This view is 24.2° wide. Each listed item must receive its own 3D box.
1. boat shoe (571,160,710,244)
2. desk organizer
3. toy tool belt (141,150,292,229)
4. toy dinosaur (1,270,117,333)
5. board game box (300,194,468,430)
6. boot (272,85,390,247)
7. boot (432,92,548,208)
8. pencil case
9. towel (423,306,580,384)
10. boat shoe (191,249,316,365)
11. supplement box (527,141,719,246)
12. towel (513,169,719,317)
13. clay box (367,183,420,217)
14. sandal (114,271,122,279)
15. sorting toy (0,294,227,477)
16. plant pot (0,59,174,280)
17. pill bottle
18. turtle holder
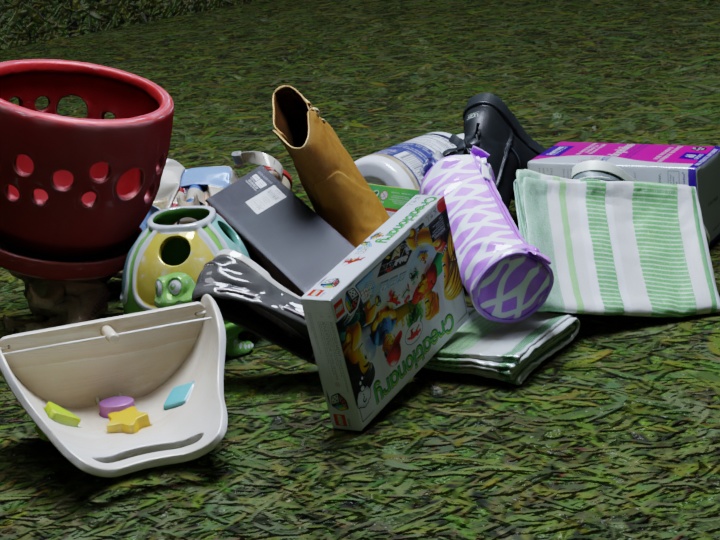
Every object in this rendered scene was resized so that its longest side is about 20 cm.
[{"bbox_3d":[0.289,-0.045,1.743,0.200,0.062,0.073,30,-33,-35],"label":"boat shoe"},{"bbox_3d":[-0.068,-0.016,1.678,0.072,0.077,0.200,-33,44,-16],"label":"desk organizer"},{"bbox_3d":[-0.181,-0.056,1.944,0.199,0.125,0.123,-4,48,13],"label":"toy tool belt"},{"bbox_3d":[-0.296,0.025,1.730,0.135,0.086,0.200,-6,21,-30],"label":"toy dinosaur"},{"bbox_3d":[0.025,0.033,1.466,0.034,0.127,0.200,4,30,33],"label":"board game box"},{"bbox_3d":[-0.030,-0.081,1.665,0.071,0.144,0.202,-31,56,6],"label":"boot"},{"bbox_3d":[0.164,-0.093,1.944,0.073,0.198,0.163,-21,34,36],"label":"boot"},{"bbox_3d":[0.119,-0.036,1.597,0.084,0.086,0.200,32,21,-34],"label":"pencil case"},{"bbox_3d":[0.089,0.067,1.585,0.199,0.031,0.149,3,16,31],"label":"towel"},{"bbox_3d":[-0.062,0.054,1.528,0.199,0.067,0.057,29,53,6],"label":"boat shoe"},{"bbox_3d":[0.298,-0.083,1.885,0.199,0.104,0.101,3,19,29],"label":"supplement box"},{"bbox_3d":[0.250,-0.026,1.636,0.199,0.153,0.023,4,-29,-19],"label":"towel"},{"bbox_3d":[0.088,-0.041,1.791,0.115,0.048,0.200,10,-9,39],"label":"clay box"},{"bbox_3d":[-0.225,-0.012,1.833,0.199,0.054,0.080,9,-1,34],"label":"sandal"},{"bbox_3d":[-0.194,0.113,1.393,0.199,0.107,0.180,-10,25,-18],"label":"sorting toy"},{"bbox_3d":[-0.292,-0.098,1.680,0.199,0.183,0.201,7,22,-3],"label":"plant pot"},{"bbox_3d":[0.074,-0.101,1.986,0.111,0.112,0.200,8,21,37],"label":"pill bottle"},{"bbox_3d":[-0.177,0.015,1.633,0.140,0.132,0.185,5,19,27],"label":"turtle holder"}]
